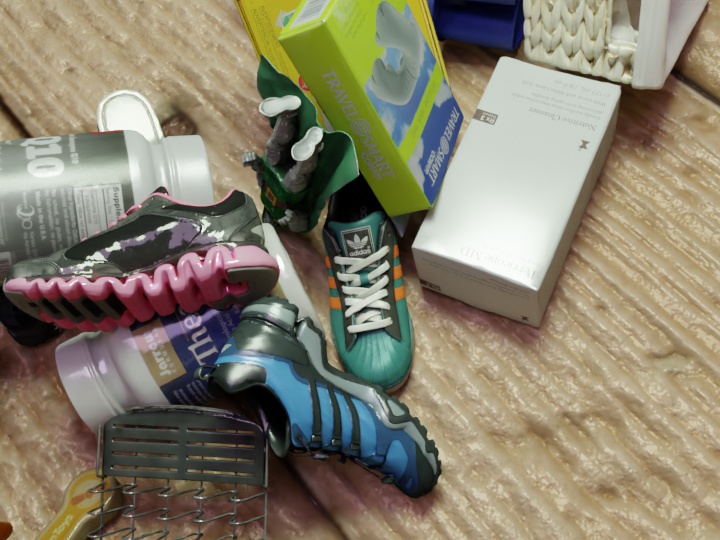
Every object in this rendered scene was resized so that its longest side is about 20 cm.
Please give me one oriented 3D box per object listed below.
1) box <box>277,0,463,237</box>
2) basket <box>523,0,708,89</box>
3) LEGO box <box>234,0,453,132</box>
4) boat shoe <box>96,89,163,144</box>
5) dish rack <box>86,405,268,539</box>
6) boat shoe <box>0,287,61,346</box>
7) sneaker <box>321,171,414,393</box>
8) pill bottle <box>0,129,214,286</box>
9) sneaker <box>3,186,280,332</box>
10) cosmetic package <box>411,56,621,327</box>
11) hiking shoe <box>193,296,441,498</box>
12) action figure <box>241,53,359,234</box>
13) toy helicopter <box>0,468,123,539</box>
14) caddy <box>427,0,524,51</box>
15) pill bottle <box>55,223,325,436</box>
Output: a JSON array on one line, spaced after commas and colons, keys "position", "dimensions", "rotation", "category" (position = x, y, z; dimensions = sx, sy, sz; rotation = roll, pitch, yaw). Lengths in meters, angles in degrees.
[{"position": [0.020, -0.139, 0.765], "dimensions": [0.047, 0.200, 0.122], "rotation": [-9, 41, 32], "category": "box"}, {"position": [0.226, -0.263, 0.834], "dimensions": [0.123, 0.136, 0.200], "rotation": [13, 42, 25], "category": "basket"}, {"position": [-0.016, -0.202, 0.837], "dimensions": [0.148, 0.201, 0.077], "rotation": [-22, 34, -1], "category": "LEGO box"}, {"position": [-0.195, -0.063, 0.883], "dimensions": [0.075, 0.062, 0.201], "rotation": [-20, 81, -12], "category": "boat shoe"}, {"position": [-0.137, 0.201, 0.714], "dimensions": [0.153, 0.055, 0.201], "rotation": [1, 86, 10], "category": "dish rack"}, {"position": [-0.306, -0.040, 0.880], "dimensions": [0.074, 0.093, 0.201], "rotation": [-14, 62, 4], "category": "boat shoe"}, {"position": [0.000, 0.000, 0.804], "dimensions": [0.071, 0.080, 0.201], "rotation": [-11, 62, 5], "category": "sneaker"}, {"position": [-0.223, -0.053, 0.783], "dimensions": [0.199, 0.114, 0.114], "rotation": [-8, 60, -15], "category": "pill bottle"}, {"position": [-0.162, -0.014, 0.722], "dimensions": [0.199, 0.079, 0.096], "rotation": [-8, 65, -5], "category": "sneaker"}, {"position": [0.132, -0.067, 0.813], "dimensions": [0.112, 0.081, 0.201], "rotation": [18, 67, 17], "category": "cosmetic package"}, {"position": [-0.029, 0.113, 0.719], "dimensions": [0.200, 0.074, 0.087], "rotation": [42, 59, -10], "category": "hiking shoe"}, {"position": [-0.060, -0.076, 0.795], "dimensions": [0.055, 0.200, 0.118], "rotation": [-31, 78, -17], "category": "action figure"}, {"position": [-0.264, 0.237, 0.756], "dimensions": [0.132, 0.079, 0.200], "rotation": [19, 58, 29], "category": "toy helicopter"}, {"position": [0.118, -0.301, 0.902], "dimensions": [0.105, 0.142, 0.201], "rotation": [18, 68, 14], "category": "caddy"}, {"position": [-0.138, 0.052, 0.789], "dimensions": [0.199, 0.111, 0.111], "rotation": [-27, 62, -3], "category": "pill bottle"}]
